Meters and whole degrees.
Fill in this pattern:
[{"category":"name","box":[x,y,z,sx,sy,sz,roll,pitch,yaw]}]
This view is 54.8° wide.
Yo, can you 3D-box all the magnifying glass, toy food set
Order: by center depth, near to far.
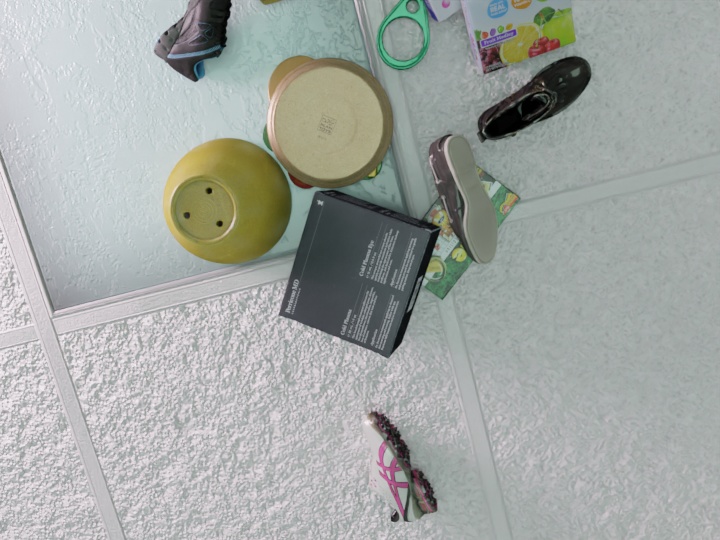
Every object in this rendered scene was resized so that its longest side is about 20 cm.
[{"category":"magnifying glass","box":[0.080,-0.398,1.027,0.079,0.022,0.200,17,103,1]},{"category":"toy food set","box":[-0.050,-0.220,1.054,0.199,0.049,0.198,6,101,3]}]

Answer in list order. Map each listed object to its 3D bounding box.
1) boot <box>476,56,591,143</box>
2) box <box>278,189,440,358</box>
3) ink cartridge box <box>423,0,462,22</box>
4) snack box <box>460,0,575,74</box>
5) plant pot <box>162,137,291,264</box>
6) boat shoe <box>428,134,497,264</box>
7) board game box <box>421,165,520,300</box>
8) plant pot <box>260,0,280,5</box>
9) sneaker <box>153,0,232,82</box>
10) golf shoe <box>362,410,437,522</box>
[{"category":"boot","box":[0.247,-0.233,0.964,0.200,0.174,0.069,-33,96,10]},{"category":"box","box":[0.000,0.000,1.048,0.182,0.104,0.200,21,101,11]},{"category":"ink cartridge box","box":[0.143,-0.479,0.943,0.200,0.043,0.196,-34,126,5]},{"category":"snack box","box":[0.209,-0.390,0.956,0.142,0.053,0.200,-19,127,5]},{"category":"plant pot","box":[-0.214,-0.098,1.041,0.200,0.142,0.201,1,100,4]},{"category":"boat shoe","box":[0.154,-0.106,1.042,0.067,0.057,0.200,-24,103,-28]},{"category":"board game box","box":[0.147,-0.063,1.082,0.105,0.023,0.200,35,101,-4]},{"category":"plant pot","box":[-0.093,-0.518,0.938,0.195,0.194,0.200,-17,86,7]},{"category":"sneaker","box":[-0.218,-0.362,1.015,0.082,0.073,0.200,43,129,-13]},{"category":"golf shoe","box":[0.046,0.327,1.135,0.092,0.073,0.200,-27,98,10]}]
